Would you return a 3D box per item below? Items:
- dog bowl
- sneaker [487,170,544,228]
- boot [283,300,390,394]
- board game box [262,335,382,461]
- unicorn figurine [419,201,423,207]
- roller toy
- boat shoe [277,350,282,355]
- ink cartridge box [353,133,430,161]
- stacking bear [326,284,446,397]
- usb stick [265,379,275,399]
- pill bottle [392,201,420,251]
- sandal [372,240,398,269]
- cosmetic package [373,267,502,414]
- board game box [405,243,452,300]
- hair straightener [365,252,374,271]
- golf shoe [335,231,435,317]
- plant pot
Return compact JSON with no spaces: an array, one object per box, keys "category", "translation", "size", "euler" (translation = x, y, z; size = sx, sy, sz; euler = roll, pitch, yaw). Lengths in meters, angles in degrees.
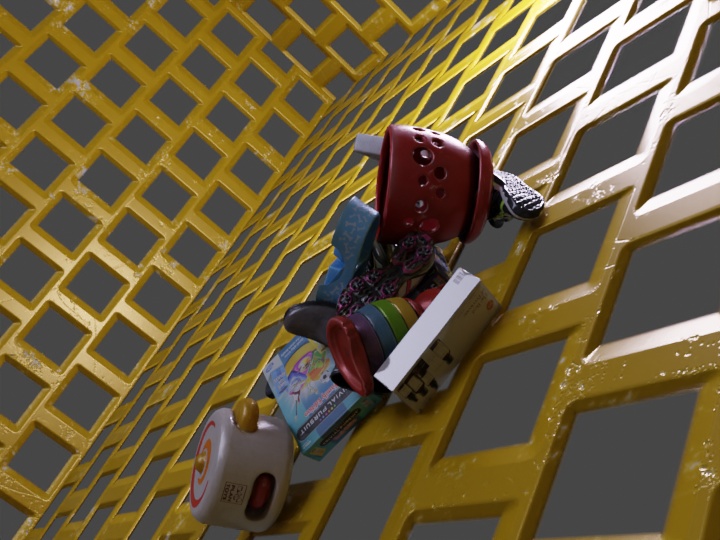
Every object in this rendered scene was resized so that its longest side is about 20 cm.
[{"category":"dog bowl","translation":[-0.018,-0.020,1.402],"size":[0.112,0.049,0.201],"euler":[-50,-20,-63]},{"category":"sneaker","translation":[0.249,-0.103,1.425],"size":[0.200,0.071,0.083],"euler":[-100,24,-69]},{"category":"boot","translation":[-0.035,0.122,1.356],"size":[0.132,0.199,0.070],"euler":[-78,-6,-48]},{"category":"board game box","translation":[-0.069,0.189,1.430],"size":[0.151,0.047,0.200],"euler":[-46,45,12]},{"category":"unicorn figurine","translation":[0.149,-0.127,1.619],"size":[0.199,0.074,0.138],"euler":[5,42,13]},{"category":"roller toy","translation":[-0.197,0.318,1.377],"size":[0.200,0.139,0.183],"euler":[130,149,-50]},{"category":"boat shoe","translation":[-0.130,0.184,1.720],"size":[0.066,0.074,0.199],"euler":[-66,11,-15]},{"category":"ink cartridge box","translation":[0.113,-0.219,1.662],"size":[0.199,0.199,0.041],"euler":[2,-78,-69]},{"category":"stacking bear","translation":[0.059,0.089,1.288],"size":[0.199,0.122,0.114],"euler":[-22,12,-19]},{"category":"usb stick","translation":[-0.110,0.186,1.561],"size":[0.200,0.033,0.056],"euler":[-31,28,45]},{"category":"pill bottle","translation":[0.093,-0.111,1.727],"size":[0.112,0.112,0.200],"euler":[-38,19,33]},{"category":"sandal","translation":[0.052,-0.032,1.539],"size":[0.057,0.080,0.201],"euler":[-7,17,7]},{"category":"cosmetic package","translation":[0.114,0.102,1.230],"size":[0.200,0.083,0.051],"euler":[-51,46,-6]},{"category":"board game box","translation":[0.084,0.038,1.518],"size":[0.165,0.057,0.200],"euler":[-47,16,13]},{"category":"hair straightener","translation":[0.000,0.000,1.499],"size":[0.077,0.041,0.201],"euler":[74,-164,-63]},{"category":"golf shoe","translation":[0.046,0.029,1.383],"size":[0.200,0.073,0.092],"euler":[-38,-28,-15]},{"category":"plant pot","translation":[0.122,-0.136,1.450],"size":[0.200,0.181,0.202],"euler":[-172,90,-85]}]
